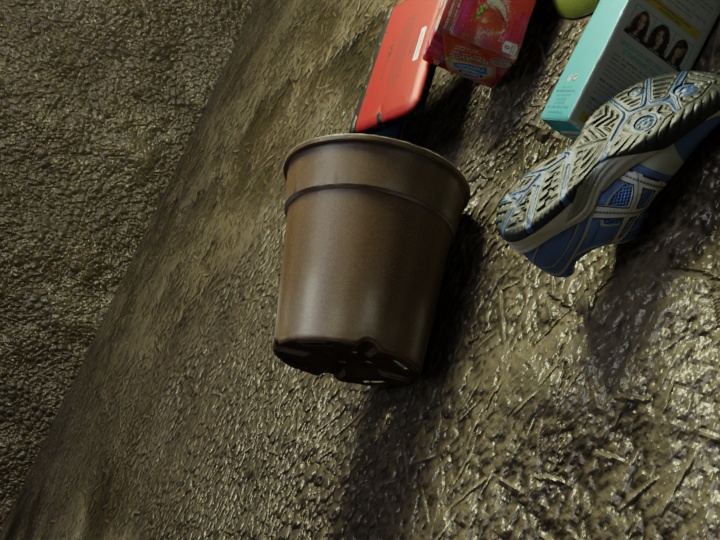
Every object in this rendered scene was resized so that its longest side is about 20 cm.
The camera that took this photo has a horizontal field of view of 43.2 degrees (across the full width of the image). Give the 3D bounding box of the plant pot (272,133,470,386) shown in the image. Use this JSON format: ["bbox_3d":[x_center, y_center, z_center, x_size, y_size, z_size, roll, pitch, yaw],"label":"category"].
[{"bbox_3d":[0.000,0.000,0.916,0.200,0.198,0.201,-24,50,57],"label":"plant pot"}]

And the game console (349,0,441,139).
[{"bbox_3d":[0.070,-0.230,1.143,0.171,0.118,0.202,-12,54,48],"label":"game console"}]

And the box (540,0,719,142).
[{"bbox_3d":[0.231,-0.192,0.739,0.202,0.082,0.049,-62,21,1],"label":"box"}]

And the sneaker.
[{"bbox_3d":[0.199,-0.074,0.697,0.199,0.077,0.076,-37,32,13],"label":"sneaker"}]

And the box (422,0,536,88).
[{"bbox_3d":[0.147,-0.321,1.006,0.100,0.094,0.203,133,156,-82],"label":"box"}]

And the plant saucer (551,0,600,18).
[{"bbox_3d":[0.256,-0.357,0.936,0.200,0.031,0.202,-47,27,34],"label":"plant saucer"}]
